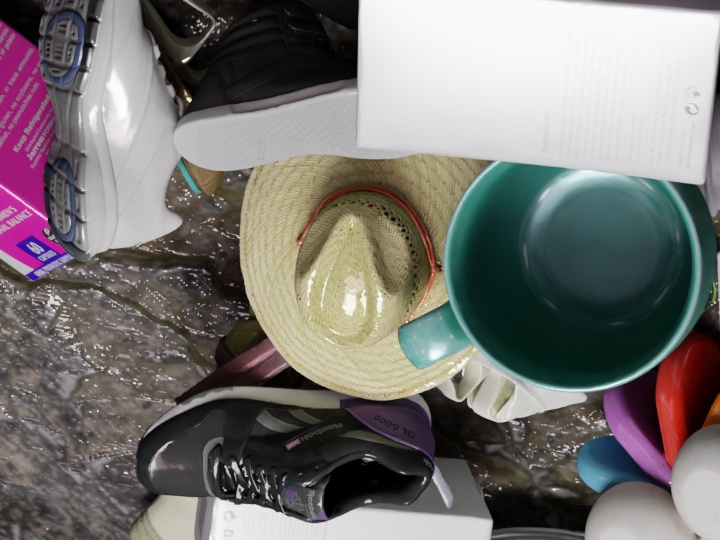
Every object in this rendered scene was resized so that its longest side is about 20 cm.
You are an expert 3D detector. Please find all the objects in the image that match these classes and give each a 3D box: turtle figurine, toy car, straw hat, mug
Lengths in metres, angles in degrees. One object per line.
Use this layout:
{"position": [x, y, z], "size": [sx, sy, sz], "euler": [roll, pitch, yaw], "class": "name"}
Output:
{"position": [-0.026, 0.043, 1.557], "size": [0.199, 0.144, 0.195], "euler": [6, 115, -10], "class": "turtle figurine"}
{"position": [0.231, 0.124, 1.559], "size": [0.200, 0.175, 0.150], "euler": [-39, 79, 36], "class": "toy car"}
{"position": [0.000, 0.000, 1.406], "size": [0.200, 0.085, 0.202], "euler": [5, 107, 15], "class": "straw hat"}
{"position": [0.121, -0.011, 1.350], "size": [0.184, 0.114, 0.153], "euler": [6, 99, 16], "class": "mug"}

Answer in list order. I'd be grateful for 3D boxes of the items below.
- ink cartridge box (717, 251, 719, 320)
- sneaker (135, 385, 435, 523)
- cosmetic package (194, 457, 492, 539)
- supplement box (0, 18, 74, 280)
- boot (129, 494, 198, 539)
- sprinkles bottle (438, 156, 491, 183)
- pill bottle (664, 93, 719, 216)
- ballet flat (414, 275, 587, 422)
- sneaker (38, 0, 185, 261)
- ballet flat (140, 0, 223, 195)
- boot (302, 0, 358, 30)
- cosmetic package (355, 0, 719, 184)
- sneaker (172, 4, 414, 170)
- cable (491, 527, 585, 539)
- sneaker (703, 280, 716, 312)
{"position": [0.323, 0.053, 1.366], "size": [0.146, 0.200, 0.147], "euler": [-4, 91, -12], "class": "ink cartridge box"}
{"position": [-0.050, 0.125, 1.468], "size": [0.199, 0.088, 0.076], "euler": [-8, 122, 2], "class": "sneaker"}
{"position": [-0.014, 0.181, 1.598], "size": [0.199, 0.113, 0.082], "euler": [7, 107, -8], "class": "cosmetic package"}
{"position": [-0.251, -0.097, 1.474], "size": [0.200, 0.104, 0.101], "euler": [38, 152, -18], "class": "supplement box"}
{"position": [-0.067, 0.203, 1.730], "size": [0.199, 0.072, 0.155], "euler": [27, 130, -7], "class": "boot"}
{"position": [0.110, -0.053, 1.443], "size": [0.199, 0.068, 0.068], "euler": [32, 131, 5], "class": "sprinkles bottle"}
{"position": [0.288, -0.077, 1.387], "size": [0.199, 0.111, 0.111], "euler": [-2, 130, 14], "class": "pill bottle"}
{"position": [0.085, 0.066, 1.546], "size": [0.069, 0.070, 0.200], "euler": [-21, 144, 27], "class": "ballet flat"}
{"position": [-0.151, -0.108, 1.408], "size": [0.087, 0.074, 0.201], "euler": [-8, 112, -30], "class": "sneaker"}
{"position": [-0.120, -0.138, 1.463], "size": [0.072, 0.068, 0.200], "euler": [-26, 118, 8], "class": "ballet flat"}
{"position": [-0.037, -0.188, 1.330], "size": [0.077, 0.139, 0.200], "euler": [-30, 128, 16], "class": "boot"}
{"position": [0.109, -0.165, 1.290], "size": [0.199, 0.200, 0.123], "euler": [5, 131, 7], "class": "cosmetic package"}
{"position": [-0.017, -0.123, 1.386], "size": [0.199, 0.100, 0.071], "euler": [-5, 144, 24], "class": "sneaker"}
{"position": [0.126, 0.266, 1.724], "size": [0.199, 0.069, 0.200], "euler": [24, 139, -21], "class": "cable"}
{"position": [0.138, 0.004, 1.505], "size": [0.199, 0.084, 0.077], "euler": [14, 132, 0], "class": "sneaker"}
